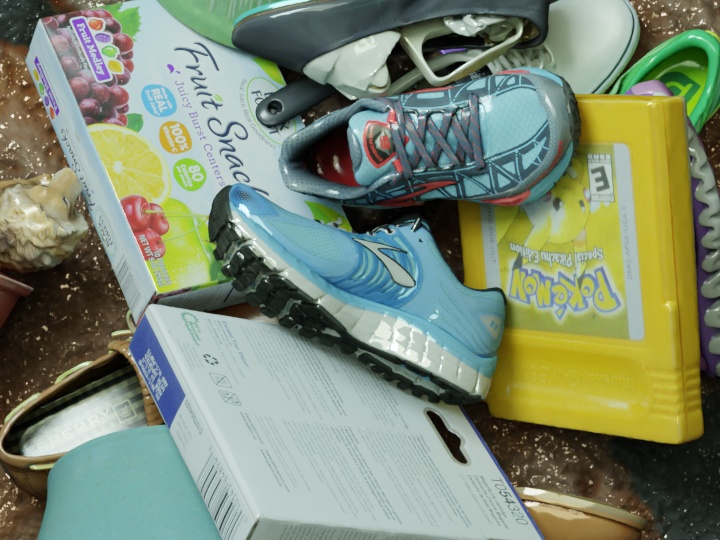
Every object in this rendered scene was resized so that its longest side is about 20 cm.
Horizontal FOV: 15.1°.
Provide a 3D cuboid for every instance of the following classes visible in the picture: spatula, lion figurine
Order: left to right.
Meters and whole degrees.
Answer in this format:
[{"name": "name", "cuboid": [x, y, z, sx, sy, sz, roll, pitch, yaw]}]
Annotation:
[{"name": "lion figurine", "cuboid": [-0.256, -0.047, 1.689, 0.199, 0.122, 0.073, 13, 97, 11]}, {"name": "spatula", "cuboid": [0.015, -0.138, 1.719, 0.199, 0.021, 0.057, -28, 74, -27]}]

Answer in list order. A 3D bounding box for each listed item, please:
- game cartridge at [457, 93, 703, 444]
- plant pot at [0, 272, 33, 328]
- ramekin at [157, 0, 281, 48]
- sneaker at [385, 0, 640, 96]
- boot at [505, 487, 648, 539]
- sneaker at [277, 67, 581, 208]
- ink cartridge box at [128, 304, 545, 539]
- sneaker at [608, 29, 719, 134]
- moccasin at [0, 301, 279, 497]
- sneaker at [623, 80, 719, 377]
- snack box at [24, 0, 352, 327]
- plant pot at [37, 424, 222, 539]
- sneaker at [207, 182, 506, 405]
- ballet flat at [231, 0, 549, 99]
[{"name": "game cartridge", "cuboid": [0.125, -0.005, 1.612, 0.176, 0.032, 0.201, 5, 101, 48]}, {"name": "plant pot", "cuboid": [-0.328, 0.059, 1.650, 0.200, 0.201, 0.196, 23, 87, 10]}, {"name": "ramekin", "cuboid": [-0.046, -0.243, 1.702, 0.199, 0.098, 0.201, 4, 59, -7]}, {"name": "sneaker", "cuboid": [0.089, -0.116, 1.705, 0.200, 0.071, 0.073, -33, 76, -3]}, {"name": "boot", "cuboid": [0.073, 0.210, 1.626, 0.199, 0.077, 0.156, -1, 77, 4]}, {"name": "sneaker", "cuboid": [0.036, -0.068, 1.592, 0.199, 0.095, 0.080, -12, 87, 39]}, {"name": "ink cartridge box", "cuboid": [-0.016, 0.104, 1.592, 0.043, 0.199, 0.197, -62, 36, 25]}, {"name": "sneaker", "cuboid": [0.158, -0.072, 1.682, 0.074, 0.084, 0.200, 32, 82, 11]}, {"name": "moccasin", "cuboid": [-0.133, 0.069, 1.676, 0.201, 0.078, 0.074, -22, 73, -5]}, {"name": "sneaker", "cuboid": [0.175, -0.015, 1.627, 0.088, 0.081, 0.201, -13, 116, 4]}, {"name": "snack box", "cuboid": [-0.106, -0.075, 1.687, 0.142, 0.053, 0.201, -14, 68, -28]}, {"name": "plant pot", "cuboid": [-0.114, 0.200, 1.594, 0.199, 0.200, 0.189, -9, 62, 3]}, {"name": "sneaker", "cuboid": [0.000, 0.000, 1.618, 0.199, 0.078, 0.090, 31, 72, -15]}, {"name": "ballet flat", "cuboid": [0.024, -0.141, 1.643, 0.199, 0.073, 0.073, -13, 75, -13]}]
